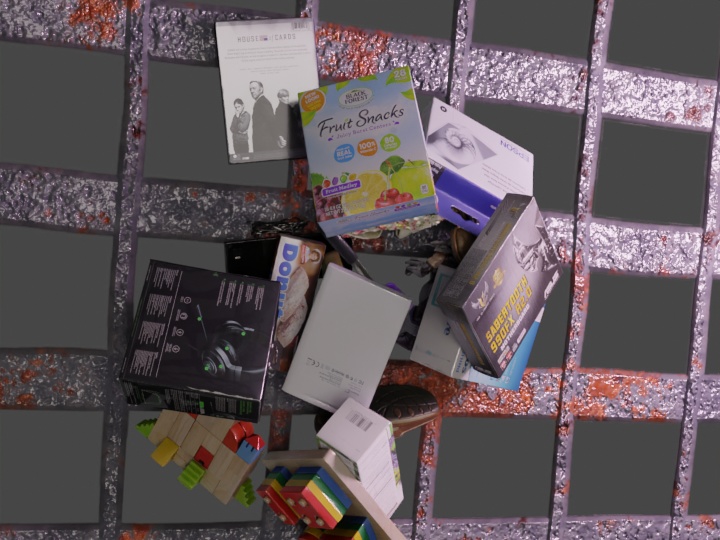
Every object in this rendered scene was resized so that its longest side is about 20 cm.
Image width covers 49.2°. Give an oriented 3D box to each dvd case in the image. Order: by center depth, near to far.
[{"bbox_3d":[-0.132,-0.265,1.160,0.147,0.025,0.205,-6,95,-13],"label":"dvd case"}]

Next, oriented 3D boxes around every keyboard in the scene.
[{"bbox_3d":[-0.108,-0.036,1.186,0.195,0.040,0.106,-6,119,-15],"label":"keyboard"}]

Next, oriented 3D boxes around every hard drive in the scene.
[{"bbox_3d":[-0.021,0.107,1.143,0.130,0.025,0.204,22,103,3],"label":"hard drive"}]

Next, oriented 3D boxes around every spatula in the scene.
[{"bbox_3d":[0.000,0.000,1.147,0.056,0.021,0.201,-37,108,10],"label":"spatula"}]

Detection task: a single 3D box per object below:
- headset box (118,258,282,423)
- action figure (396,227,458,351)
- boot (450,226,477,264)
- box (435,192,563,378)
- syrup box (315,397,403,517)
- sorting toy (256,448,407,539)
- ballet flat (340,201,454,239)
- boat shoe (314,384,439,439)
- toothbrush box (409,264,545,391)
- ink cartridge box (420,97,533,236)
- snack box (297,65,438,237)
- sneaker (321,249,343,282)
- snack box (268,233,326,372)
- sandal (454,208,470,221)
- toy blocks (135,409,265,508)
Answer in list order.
[{"bbox_3d":[-0.203,0.097,1.060,0.195,0.093,0.177,9,61,-5],"label":"headset box"},{"bbox_3d":[0.117,0.027,1.214,0.128,0.069,0.204,14,100,-30],"label":"action figure"},{"bbox_3d":[0.204,-0.032,1.186,0.198,0.074,0.075,15,68,-50],"label":"boot"},{"bbox_3d":[0.198,0.020,1.088,0.201,0.048,0.159,-53,134,-24],"label":"box"},{"bbox_3d":[0.002,0.287,1.137,0.081,0.078,0.202,-44,143,-30],"label":"syrup box"},{"bbox_3d":[-0.050,0.356,1.132,0.200,0.199,0.070,52,57,-12],"label":"sorting toy"},{"bbox_3d":[0.039,-0.079,1.163,0.195,0.076,0.065,-1,126,-9],"label":"ballet flat"},{"bbox_3d":[0.024,0.235,1.220,0.195,0.076,0.075,-9,127,-11],"label":"boat shoe"},{"bbox_3d":[0.181,0.090,1.188,0.198,0.084,0.149,17,91,-49],"label":"toothbrush box"},{"bbox_3d":[0.171,-0.144,1.178,0.197,0.041,0.203,26,48,-15],"label":"ink cartridge box"},{"bbox_3d":[0.009,-0.166,1.095,0.165,0.068,0.204,-13,70,6],"label":"snack box"},{"bbox_3d":[-0.044,0.078,1.182,0.088,0.067,0.204,-17,101,0],"label":"sneaker"},{"bbox_3d":[-0.109,0.051,1.171,0.070,0.024,0.204,10,102,-17],"label":"snack box"},{"bbox_3d":[0.151,-0.098,1.220,0.197,0.082,0.055,25,108,-12],"label":"sandal"},{"bbox_3d":[-0.206,0.224,1.113,0.199,0.100,0.138,36,108,11],"label":"toy blocks"}]
